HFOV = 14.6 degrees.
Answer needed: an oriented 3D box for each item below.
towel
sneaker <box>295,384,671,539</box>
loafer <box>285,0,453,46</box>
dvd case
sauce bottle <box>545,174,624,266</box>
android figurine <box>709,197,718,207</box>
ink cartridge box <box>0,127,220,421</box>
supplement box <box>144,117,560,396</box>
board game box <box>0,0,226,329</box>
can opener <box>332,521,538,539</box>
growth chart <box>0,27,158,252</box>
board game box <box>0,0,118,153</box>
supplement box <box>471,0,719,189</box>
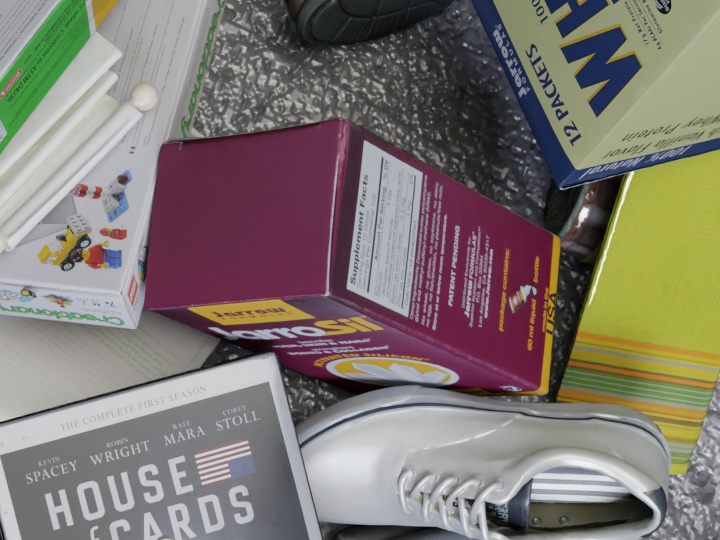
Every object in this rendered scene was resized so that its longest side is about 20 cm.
[{"bbox_3d":[0.157,0.012,1.450,0.085,0.018,0.201,9,112,-16],"label":"towel"},{"bbox_3d":[0.055,0.101,1.379,0.198,0.071,0.074,-4,116,1],"label":"sneaker"},{"bbox_3d":[0.037,-0.177,1.496,0.199,0.072,0.063,-23,66,-28],"label":"loafer"},{"bbox_3d":[-0.086,0.153,1.312,0.149,0.025,0.202,-14,90,-18],"label":"dvd case"},{"bbox_3d":[0.197,-0.008,1.506,0.199,0.065,0.065,22,72,-14],"label":"sauce bottle"},{"bbox_3d":[0.210,-0.089,1.504,0.200,0.041,0.182,41,46,6],"label":"android figurine"},{"bbox_3d":[-0.141,0.012,1.399,0.145,0.048,0.200,39,66,-7],"label":"ink cartridge box"},{"bbox_3d":[0.000,0.000,1.361,0.200,0.110,0.086,25,66,-52],"label":"supplement box"},{"bbox_3d":[-0.147,-0.071,1.364,0.125,0.035,0.201,6,60,13],"label":"board game box"},{"bbox_3d":[0.011,0.163,1.421,0.199,0.053,0.067,-14,111,-21],"label":"can opener"},{"bbox_3d":[-0.195,-0.093,1.355,0.144,0.018,0.200,-39,59,-12],"label":"growth chart"},{"bbox_3d":[-0.227,-0.141,1.355,0.199,0.040,0.153,27,68,23],"label":"board game box"},{"bbox_3d":[0.186,-0.160,1.330,0.199,0.200,0.135,-14,70,-29],"label":"supplement box"}]
